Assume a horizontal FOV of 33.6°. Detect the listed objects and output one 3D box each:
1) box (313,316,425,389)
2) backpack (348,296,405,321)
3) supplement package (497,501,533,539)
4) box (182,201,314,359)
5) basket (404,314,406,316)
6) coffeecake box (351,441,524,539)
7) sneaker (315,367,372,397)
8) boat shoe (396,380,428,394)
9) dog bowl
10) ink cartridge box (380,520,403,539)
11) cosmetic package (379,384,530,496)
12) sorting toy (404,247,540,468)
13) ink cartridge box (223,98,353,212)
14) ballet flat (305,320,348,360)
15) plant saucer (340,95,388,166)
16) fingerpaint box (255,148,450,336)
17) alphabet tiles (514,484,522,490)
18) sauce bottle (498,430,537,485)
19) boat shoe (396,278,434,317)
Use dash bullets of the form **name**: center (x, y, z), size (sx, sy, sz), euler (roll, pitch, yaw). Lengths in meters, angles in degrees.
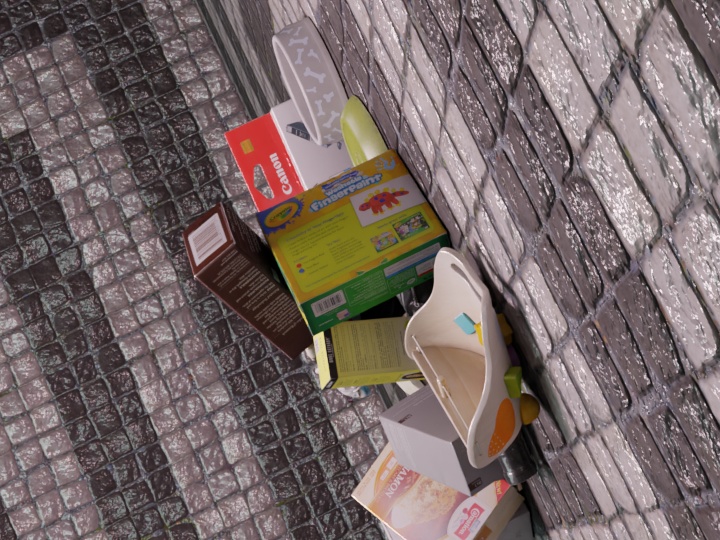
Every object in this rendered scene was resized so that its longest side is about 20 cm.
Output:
- **box**: center (0.044, 0.100, 1.500), size (0.050, 0.197, 0.076), euler (123, 139, -64)
- **backpack**: center (0.000, 0.000, 1.639), size (0.125, 0.168, 0.201), euler (13, 141, 24)
- **supplement package**: center (0.165, 0.335, 1.828), size (0.122, 0.119, 0.201), euler (72, 172, -54)
- **box**: center (-0.133, 0.015, 1.535), size (0.200, 0.075, 0.101), euler (46, -169, -38)
- **basket**: center (0.023, 0.029, 1.829), size (0.123, 0.134, 0.202), euler (47, 162, 60)
- **coffeecake box**: center (0.111, 0.327, 1.726), size (0.199, 0.154, 0.073), euler (32, 172, 35)
- **sneaker**: center (-0.013, 0.153, 1.816), size (0.087, 0.075, 0.200), euler (44, 172, 2)
- **boat shoe**: center (0.121, 0.186, 1.737), size (0.202, 0.060, 0.072), euler (48, 161, -5)
- **dog bowl**: center (-0.072, -0.279, 1.789), size (0.200, 0.058, 0.202), euler (156, 91, -84)
- **ink cartridge box**: center (0.146, 0.417, 1.946), size (0.148, 0.198, 0.086), euler (-122, 9, -55)
- **cosmetic package**: center (0.122, 0.219, 1.584), size (0.199, 0.106, 0.091), euler (2, 118, 63)
- **sorting toy**: center (0.123, 0.074, 1.309), size (0.201, 0.105, 0.182), euler (-121, 16, -50)
- **ink cartridge box**: center (-0.101, -0.168, 1.919), size (0.202, 0.174, 0.045), euler (65, 174, -4)
- **ballet flat**: center (-0.034, 0.094, 1.587), size (0.199, 0.070, 0.068), euler (20, 141, 41)
- **plant saucer**: center (0.016, -0.145, 1.667), size (0.200, 0.031, 0.202), euler (155, 91, -84)
- **fingerpaint box**: center (-0.008, -0.037, 1.486), size (0.168, 0.198, 0.074), euler (59, 173, 39)
- **alphabet tiles**: center (0.180, 0.210, 1.699), size (0.200, 0.014, 0.198), euler (-137, 23, -76)
- **sauce bottle**: center (0.158, 0.163, 1.462), size (0.065, 0.064, 0.202), euler (-170, 55, -83)
- **boat shoe**: center (0.095, 0.042, 1.602), size (0.071, 0.072, 0.201), euler (37, 160, 37)
